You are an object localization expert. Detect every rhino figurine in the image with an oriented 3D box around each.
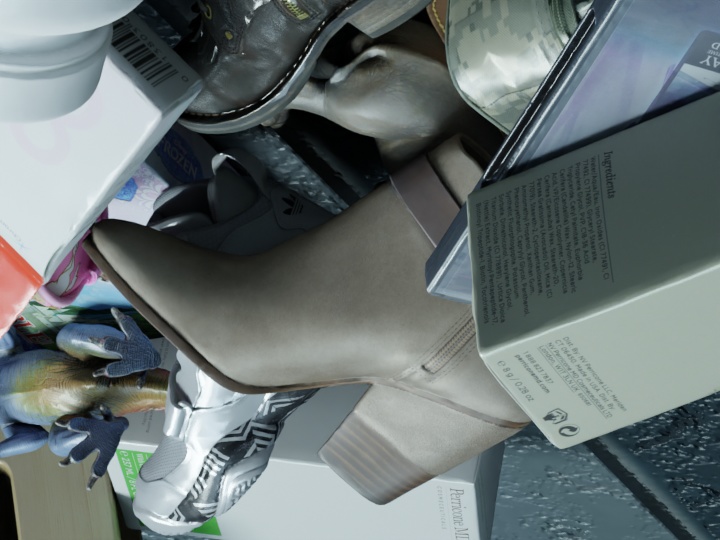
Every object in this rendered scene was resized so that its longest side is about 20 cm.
[{"bbox_3d":[0.046,-0.048,1.304,0.087,0.060,0.200,-11,145,38],"label":"rhino figurine"}]

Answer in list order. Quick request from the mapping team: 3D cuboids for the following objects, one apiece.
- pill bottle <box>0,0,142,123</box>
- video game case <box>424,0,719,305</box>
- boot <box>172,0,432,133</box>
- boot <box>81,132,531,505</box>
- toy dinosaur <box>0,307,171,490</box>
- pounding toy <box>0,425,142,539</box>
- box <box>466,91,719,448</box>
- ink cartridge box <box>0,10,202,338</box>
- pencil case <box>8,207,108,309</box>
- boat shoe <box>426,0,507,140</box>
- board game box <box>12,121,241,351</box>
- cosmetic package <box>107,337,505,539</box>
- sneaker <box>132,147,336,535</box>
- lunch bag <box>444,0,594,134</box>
[{"bbox_3d":[-0.117,-0.157,1.054,0.111,0.112,0.201,13,128,-4],"label":"pill bottle"},{"bbox_3d":[0.127,-0.042,1.051,0.142,0.019,0.200,14,135,-18],"label":"video game case"},{"bbox_3d":[-0.070,-0.148,1.179,0.174,0.069,0.200,33,140,-25],"label":"boot"},{"bbox_3d":[0.000,0.000,1.249,0.200,0.070,0.146,39,106,-7],"label":"boot"},{"bbox_3d":[-0.162,0.074,1.481,0.199,0.106,0.181,12,171,-25],"label":"toy dinosaur"},{"bbox_3d":[-0.197,0.153,1.630,0.141,0.201,0.184,-11,153,-1],"label":"pounding toy"},{"bbox_3d":[0.139,-0.016,1.007,0.199,0.082,0.068,-21,136,21],"label":"box"},{"bbox_3d":[-0.180,-0.063,1.227,0.163,0.057,0.200,44,118,4],"label":"ink cartridge box"},{"bbox_3d":[-0.214,-0.019,1.337,0.199,0.083,0.086,-5,173,25],"label":"pencil case"},{"bbox_3d":[0.092,-0.071,1.238,0.072,0.068,0.200,-14,142,33],"label":"boat shoe"},{"bbox_3d":[-0.156,-0.030,1.420,0.199,0.041,0.200,-10,144,32],"label":"board game box"},{"bbox_3d":[-0.027,0.089,1.540,0.199,0.085,0.108,6,149,11],"label":"cosmetic package"},{"bbox_3d":[-0.070,0.031,1.349,0.115,0.075,0.200,37,121,-10],"label":"sneaker"},{"bbox_3d":[0.155,-0.103,1.089,0.167,0.140,0.200,-18,140,42],"label":"lunch bag"}]
